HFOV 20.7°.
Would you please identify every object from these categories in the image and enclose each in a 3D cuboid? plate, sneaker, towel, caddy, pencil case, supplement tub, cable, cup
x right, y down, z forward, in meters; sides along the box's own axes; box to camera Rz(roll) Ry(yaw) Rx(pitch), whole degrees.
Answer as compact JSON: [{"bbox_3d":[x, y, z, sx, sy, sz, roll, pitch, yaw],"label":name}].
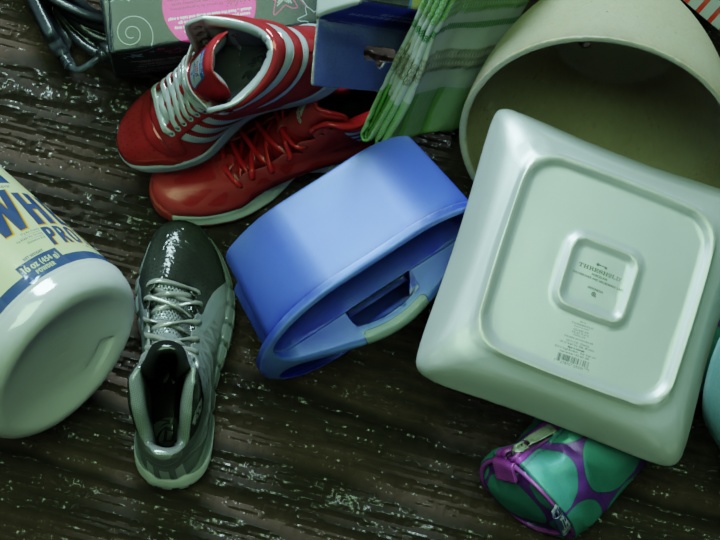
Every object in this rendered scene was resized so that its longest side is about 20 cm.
[{"bbox_3d":[0.159,0.009,1.347,0.198,0.032,0.201,20,78,-7],"label":"plate"},{"bbox_3d":[-0.128,0.047,1.395,0.074,0.116,0.202,-1,72,-1],"label":"sneaker"},{"bbox_3d":[0.084,-0.179,1.405,0.031,0.149,0.201,38,119,22],"label":"towel"},{"bbox_3d":[0.000,0.000,1.400,0.199,0.142,0.105,-33,70,-10],"label":"caddy"},{"bbox_3d":[-0.114,-0.124,1.372,0.199,0.112,0.072,-23,80,28],"label":"sneaker"},{"bbox_3d":[0.178,0.096,1.395,0.200,0.093,0.085,-47,44,-15],"label":"pencil case"},{"bbox_3d":[-0.272,0.006,1.383,0.200,0.145,0.145,39,76,23],"label":"supplement tub"},{"bbox_3d":[-0.065,-0.102,1.443,0.199,0.116,0.079,-23,74,-8],"label":"sneaker"},{"bbox_3d":[-0.193,-0.256,1.526,0.162,0.051,0.201,-24,73,-8],"label":"cable"},{"bbox_3d":[0.180,-0.135,1.434,0.199,0.201,0.144,12,46,4],"label":"cup"}]

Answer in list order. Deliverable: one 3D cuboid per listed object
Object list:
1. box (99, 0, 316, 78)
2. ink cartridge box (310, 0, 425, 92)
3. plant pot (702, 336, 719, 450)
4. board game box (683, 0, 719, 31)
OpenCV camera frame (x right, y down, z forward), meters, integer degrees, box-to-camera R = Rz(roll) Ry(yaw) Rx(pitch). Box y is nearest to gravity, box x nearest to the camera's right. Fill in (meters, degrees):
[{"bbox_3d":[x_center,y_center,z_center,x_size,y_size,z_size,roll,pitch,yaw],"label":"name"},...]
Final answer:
[{"bbox_3d":[-0.094,-0.225,1.440,0.198,0.115,0.133,-9,86,-7],"label":"box"},{"bbox_3d":[0.033,-0.225,1.370,0.047,0.197,0.202,3,94,27],"label":"ink cartridge box"},{"bbox_3d":[0.316,0.086,1.361,0.134,0.200,0.201,19,72,28],"label":"plant pot"},{"bbox_3d":[0.262,-0.287,1.482,0.151,0.046,0.200,41,47,1],"label":"board game box"}]
